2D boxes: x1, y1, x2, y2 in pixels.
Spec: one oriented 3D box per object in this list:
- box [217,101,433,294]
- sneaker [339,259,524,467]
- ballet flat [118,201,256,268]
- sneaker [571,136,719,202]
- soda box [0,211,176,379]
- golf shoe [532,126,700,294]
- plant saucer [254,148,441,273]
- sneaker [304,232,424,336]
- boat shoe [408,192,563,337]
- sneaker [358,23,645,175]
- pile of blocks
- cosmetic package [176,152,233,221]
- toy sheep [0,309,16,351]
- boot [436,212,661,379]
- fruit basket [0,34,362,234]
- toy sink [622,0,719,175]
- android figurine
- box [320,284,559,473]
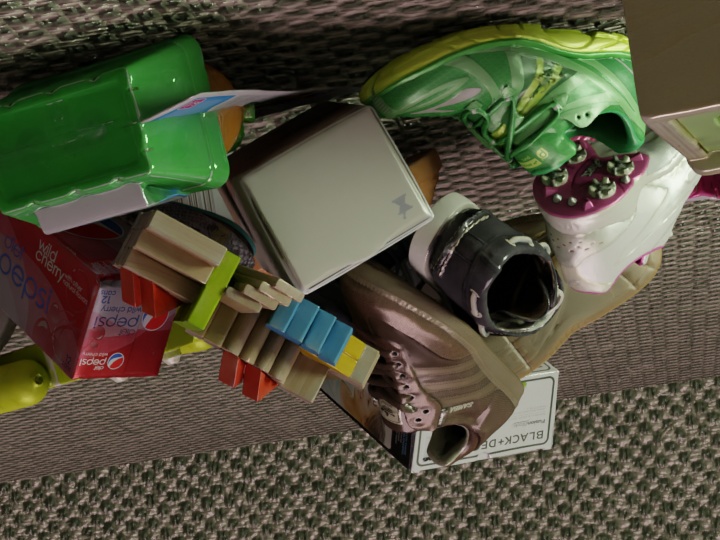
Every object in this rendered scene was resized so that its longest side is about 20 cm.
[{"bbox_3d":[-0.027,-0.047,1.654,0.095,0.078,0.200,-30,-172,-7],"label":"box"},{"bbox_3d":[0.036,0.062,1.687,0.070,0.076,0.200,31,173,39],"label":"sneaker"},{"bbox_3d":[-0.151,-0.024,1.709,0.072,0.072,0.200,2,-164,-46],"label":"ballet flat"},{"bbox_3d":[0.178,-0.069,1.904,0.088,0.082,0.200,-16,167,35],"label":"sneaker"},{"bbox_3d":[-0.188,-0.011,1.653,0.063,0.070,0.200,0,-154,-39],"label":"soda box"},{"bbox_3d":[0.181,-0.061,1.747,0.075,0.092,0.200,22,-135,38],"label":"golf shoe"},{"bbox_3d":[-0.029,-0.023,1.910,0.200,0.038,0.200,-28,-176,2],"label":"plant saucer"},{"bbox_3d":[0.000,0.000,1.749,0.081,0.074,0.200,-55,174,18],"label":"sneaker"},{"bbox_3d":[0.091,0.008,1.680,0.060,0.074,0.200,35,176,25],"label":"boat shoe"},{"bbox_3d":[0.094,-0.100,1.633,0.199,0.084,0.074,-2,170,-29],"label":"sneaker"},{"bbox_3d":[-0.063,0.036,1.571,0.200,0.062,0.082,32,171,-36],"label":"pile of blocks"},{"bbox_3d":[-0.169,-0.025,1.908,0.101,0.074,0.200,-3,169,-31],"label":"cosmetic package"},{"bbox_3d":[-0.283,0.009,1.811,0.137,0.139,0.200,-6,168,-8],"label":"toy sheep"},{"bbox_3d":[0.090,0.019,1.856,0.200,0.073,0.155,-32,-168,-12],"label":"boot"},{"bbox_3d":[-0.118,-0.074,1.593,0.185,0.094,0.200,-14,173,27],"label":"fruit basket"},{"bbox_3d":[0.228,-0.123,1.516,0.130,0.113,0.200,-10,171,15],"label":"toy sink"},{"bbox_3d":[-0.175,0.055,1.853,0.182,0.041,0.200,-18,-177,-44],"label":"android figurine"},{"bbox_3d":[0.039,0.064,1.915,0.116,0.060,0.200,-7,-154,-27],"label":"box"}]
